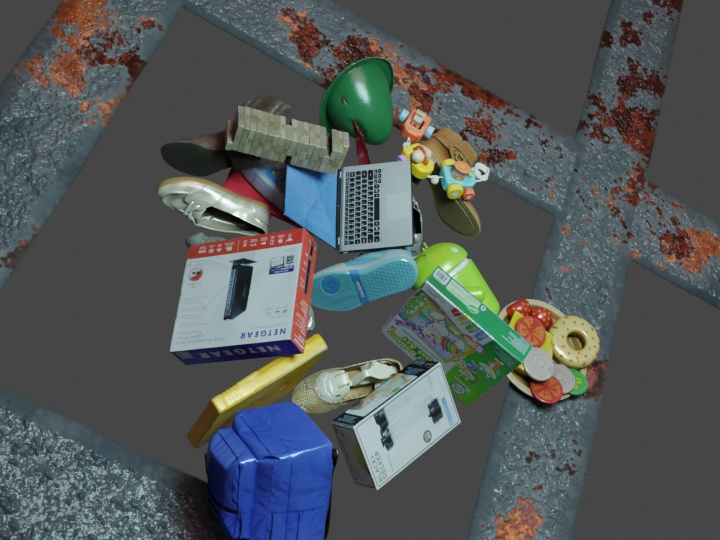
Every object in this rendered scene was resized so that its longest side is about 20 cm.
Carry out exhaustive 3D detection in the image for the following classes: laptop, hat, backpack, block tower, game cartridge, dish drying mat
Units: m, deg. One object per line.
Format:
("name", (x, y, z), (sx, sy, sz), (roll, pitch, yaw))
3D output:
("laptop", (-0.017, -0.138, 1.723), (0.197, 0.117, 0.189), (-5, 53, 8))
("hat", (0.036, -0.245, 1.831), (0.164, 0.201, 0.177), (-28, 62, -18))
("backpack", (-0.131, 0.311, 1.454), (0.165, 0.203, 0.162), (-7, 23, -21))
("block tower", (-0.118, -0.211, 1.685), (0.197, 0.058, 0.055), (11, 46, -16))
("game cartridge", (-0.109, -0.155, 1.795), (0.199, 0.041, 0.134), (36, 50, 2))
("dish drying mat", (-0.140, -0.120, 1.789), (0.198, 0.018, 0.077), (25, 52, -8))
("game cartridge", (-0.156, 0.180, 1.522), (0.199, 0.177, 0.033), (-28, 77, -33))

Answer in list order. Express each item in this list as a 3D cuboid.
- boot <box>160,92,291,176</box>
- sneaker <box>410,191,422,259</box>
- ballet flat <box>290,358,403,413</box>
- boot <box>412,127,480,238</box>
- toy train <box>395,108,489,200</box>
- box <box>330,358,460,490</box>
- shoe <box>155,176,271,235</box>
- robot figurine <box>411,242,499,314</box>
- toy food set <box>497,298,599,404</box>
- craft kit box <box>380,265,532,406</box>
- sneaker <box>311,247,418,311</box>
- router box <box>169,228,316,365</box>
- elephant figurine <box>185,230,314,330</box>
("boot", (-0.228, -0.243, 1.788), (0.183, 0.065, 0.201), (5, 39, 12))
("sneaker", (0.081, -0.112, 1.839), (0.074, 0.082, 0.202), (0, 57, -24))
("ballet flat", (-0.016, 0.176, 1.654), (0.198, 0.065, 0.071), (-14, 69, -29))
("boot", (0.181, -0.170, 1.929), (0.201, 0.073, 0.155), (51, 45, -5))
("toy train", (0.144, -0.217, 1.859), (0.199, 0.056, 0.151), (34, 51, 2))
("box", (0.058, 0.239, 1.627), (0.199, 0.060, 0.118), (-31, 110, -34))
("shoe", (-0.239, -0.101, 1.702), (0.197, 0.070, 0.054), (15, 50, -19))
("robot figurine", (0.158, 0.042, 1.759), (0.115, 0.176, 0.201), (-32, 96, 6))
("toy food set", (0.324, 0.140, 1.835), (0.199, 0.049, 0.199), (33, 55, -5))
("craft kit box", (0.151, 0.111, 1.684), (0.199, 0.198, 0.049), (40, 58, 2))
("sneaker", (0.000, 0.000, 1.749), (0.197, 0.081, 0.131), (-11, 26, 7))
("router box", (-0.168, 0.039, 1.513), (0.197, 0.049, 0.182), (-8, 58, 21))
("elephant figurine", (-0.178, 0.016, 1.642), (0.197, 0.155, 0.144), (-7, 108, 0))
